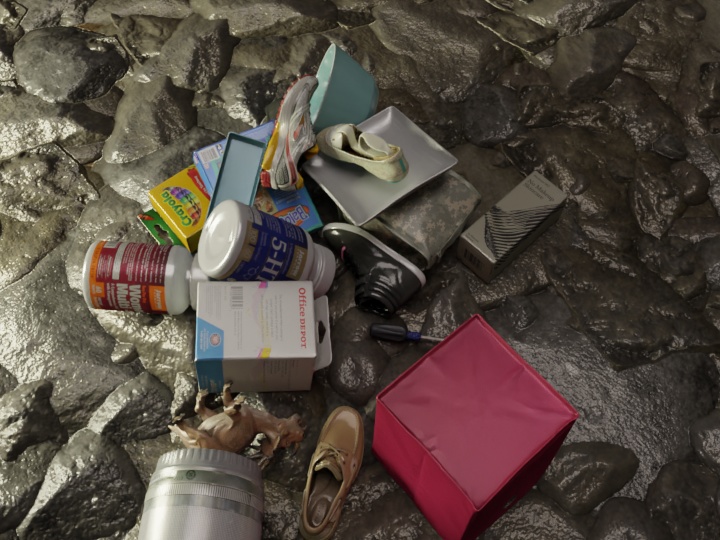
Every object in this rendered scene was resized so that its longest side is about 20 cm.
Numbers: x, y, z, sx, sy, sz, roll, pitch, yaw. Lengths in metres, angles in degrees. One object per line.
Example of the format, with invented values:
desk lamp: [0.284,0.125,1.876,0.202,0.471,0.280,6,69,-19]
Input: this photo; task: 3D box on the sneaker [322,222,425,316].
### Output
sneaker: [0.000,0.000,1.317,0.198,0.071,0.100,32,63,17]

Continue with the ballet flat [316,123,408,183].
ballet flat: [0.000,-0.204,1.292,0.198,0.063,0.068,28,63,33]

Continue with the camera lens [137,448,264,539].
camera lens: [-0.208,0.353,1.043,0.157,0.161,0.203,3,58,0]

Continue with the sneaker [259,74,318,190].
sneaker: [-0.102,-0.223,1.325,0.081,0.078,0.203,16,81,0]

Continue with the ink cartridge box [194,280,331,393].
ink cartridge box: [-0.145,0.102,1.213,0.196,0.126,0.130,1,59,-8]

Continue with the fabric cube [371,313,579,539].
fabric cube: [0.148,0.226,1.108,0.195,0.200,0.200,-34,65,-22]

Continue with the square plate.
square plate: [0.027,-0.170,1.316,0.198,0.029,0.198,-33,50,-12]

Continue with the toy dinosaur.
toy dinosaur: [-0.188,0.242,1.166,0.197,0.137,0.086,-19,18,12]

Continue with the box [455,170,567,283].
box: [0.257,-0.076,1.371,0.082,0.069,0.200,40,66,20]

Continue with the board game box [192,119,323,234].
board game box: [-0.172,-0.132,1.352,0.150,0.045,0.202,-24,86,-18]

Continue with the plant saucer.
plant saucer: [-0.206,-0.122,1.309,0.069,0.019,0.203,15,76,-11]

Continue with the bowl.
bowl: [-0.035,-0.289,1.440,0.103,0.201,0.204,17,57,-13]

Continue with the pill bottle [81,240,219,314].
pill bottle: [-0.328,0.013,1.278,0.196,0.110,0.111,4,58,1]

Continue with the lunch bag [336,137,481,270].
lunch bag: [0.084,-0.101,1.355,0.198,0.118,0.164,31,64,22]

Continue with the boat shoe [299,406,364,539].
boat shoe: [-0.037,0.282,1.147,0.070,0.065,0.203,11,59,5]

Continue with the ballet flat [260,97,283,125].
ballet flat: [-0.155,-0.212,1.445,0.067,0.068,0.203,-3,70,24]

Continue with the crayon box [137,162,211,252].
crayon box: [-0.275,-0.117,1.394,0.199,0.051,0.127,-36,66,-20]

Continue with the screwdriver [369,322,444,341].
screwdriver: [0.112,0.105,1.276,0.196,0.029,0.028,6,58,8]

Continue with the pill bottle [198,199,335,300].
pill bottle: [-0.140,-0.022,1.253,0.198,0.119,0.121,20,49,-38]
